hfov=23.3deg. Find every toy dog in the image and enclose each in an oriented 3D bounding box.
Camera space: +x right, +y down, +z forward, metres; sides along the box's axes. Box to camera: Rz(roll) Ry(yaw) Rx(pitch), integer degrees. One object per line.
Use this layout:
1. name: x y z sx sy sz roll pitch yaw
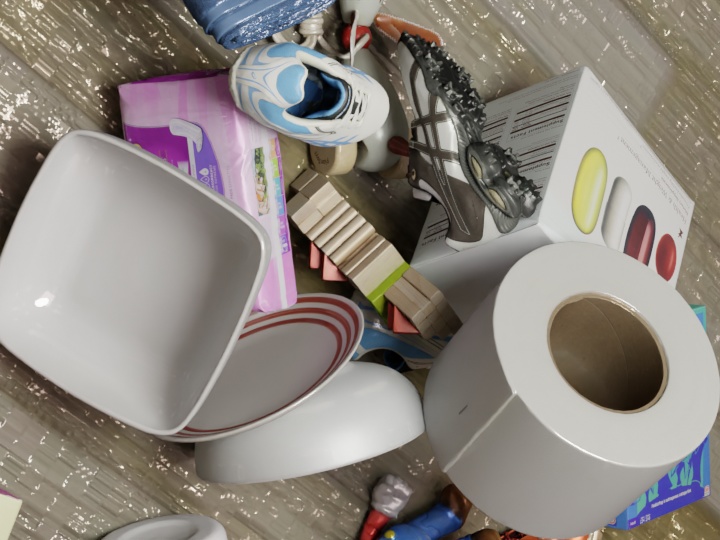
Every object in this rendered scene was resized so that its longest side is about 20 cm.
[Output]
1. toy dog: 0.014 -0.167 1.516 0.132 0.096 0.200 -29 110 -32

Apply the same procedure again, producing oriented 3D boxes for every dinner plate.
1. dinner plate: -0.087 0.082 1.414 0.200 0.200 0.024 -37 119 -25

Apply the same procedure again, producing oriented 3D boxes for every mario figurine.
1. mario figurine: 0.037 0.257 1.566 0.200 0.123 0.106 -22 119 -34

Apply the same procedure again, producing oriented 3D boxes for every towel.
1. towel: -0.111 -0.265 1.307 0.112 0.049 0.200 -27 82 -23

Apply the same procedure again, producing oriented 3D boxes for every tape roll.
1. tape roll: 0.167 0.097 1.405 0.202 0.139 0.203 12 55 -17

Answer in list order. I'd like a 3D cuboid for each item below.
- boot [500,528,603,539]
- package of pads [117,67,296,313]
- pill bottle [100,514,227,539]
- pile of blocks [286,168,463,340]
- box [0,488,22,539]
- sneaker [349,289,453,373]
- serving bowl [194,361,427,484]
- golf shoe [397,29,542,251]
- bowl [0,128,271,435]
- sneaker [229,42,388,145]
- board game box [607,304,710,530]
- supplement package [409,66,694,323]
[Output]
1. boot: 0.164 0.268 1.678 0.107 0.075 0.200 25 76 -21
2. package of pads: -0.124 -0.062 1.420 0.076 0.120 0.200 -26 111 -62
3. pill bottle: -0.151 0.313 1.449 0.113 0.113 0.200 -16 104 -31
4. pile of blocks: 0.000 0.000 1.506 0.062 0.200 0.082 -42 157 -6
5. box: -0.380 0.228 1.300 0.176 0.097 0.200 26 80 -33
6. sneaker: 0.064 0.063 1.596 0.200 0.072 0.073 13 107 -35
7. serving bowl: -0.046 0.116 1.449 0.200 0.200 0.066 -17 99 -31
8. golf shoe: 0.064 -0.108 1.455 0.078 0.094 0.200 11 46 -53
9. bowl: -0.174 0.005 1.363 0.200 0.075 0.200 30 106 9
10. sneaker: -0.027 -0.132 1.379 0.200 0.072 0.072 7 102 -61
11. board game box: 0.289 0.142 1.741 0.152 0.045 0.200 -12 102 -46
12. supplement package: 0.177 -0.033 1.568 0.191 0.147 0.200 45 45 -28
